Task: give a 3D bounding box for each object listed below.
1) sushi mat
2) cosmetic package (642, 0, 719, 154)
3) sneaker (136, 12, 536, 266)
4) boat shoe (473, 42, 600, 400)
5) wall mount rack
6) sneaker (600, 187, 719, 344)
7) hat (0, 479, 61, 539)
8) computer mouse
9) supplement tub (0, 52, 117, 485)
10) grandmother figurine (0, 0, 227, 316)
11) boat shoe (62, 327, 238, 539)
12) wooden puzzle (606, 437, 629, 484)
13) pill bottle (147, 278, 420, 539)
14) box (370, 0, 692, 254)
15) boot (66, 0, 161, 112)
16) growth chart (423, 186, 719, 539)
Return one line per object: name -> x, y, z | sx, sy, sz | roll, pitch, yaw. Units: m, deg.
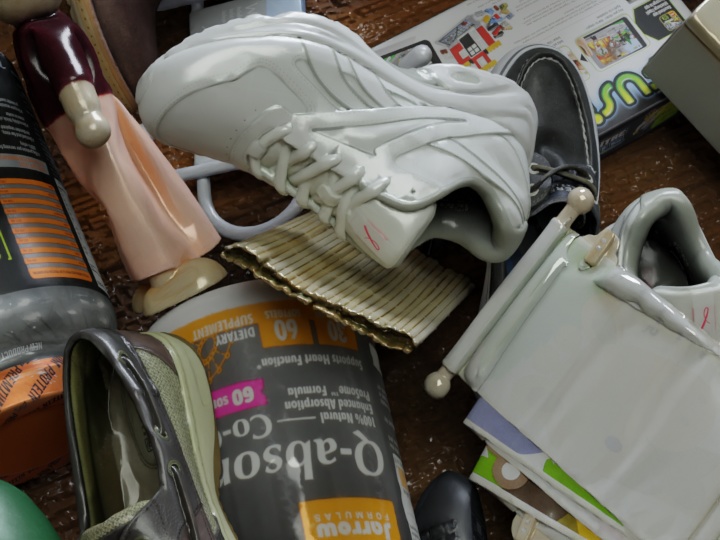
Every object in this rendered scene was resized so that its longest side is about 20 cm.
sushi mat -> 0.000, 0.000, 0.966 | 0.095, 0.200, 0.012 | 29, 101, 6
cosmetic package -> 0.257, -0.074, 1.059 | 0.200, 0.073, 0.103 | 46, 66, 4
sneaker -> -0.004, -0.052, 0.923 | 0.199, 0.078, 0.100 | 8, 54, -20
boat shoe -> 0.092, -0.022, 1.013 | 0.070, 0.066, 0.201 | 12, 77, -15
wall mount rack -> -0.041, -0.122, 1.049 | 0.173, 0.075, 0.201 | -13, 61, 14
sneaker -> 0.158, 0.050, 0.992 | 0.078, 0.099, 0.201 | -12, 65, -12
hat -> -0.155, 0.108, 0.883 | 0.165, 0.200, 0.177 | -5, 53, 26
computer mouse -> 0.046, 0.192, 0.940 | 0.034, 0.059, 0.201 | -8, 67, 10
supplement tub -> -0.193, -0.003, 0.969 | 0.122, 0.123, 0.201 | -18, 66, -14
grandmother figurine -> -0.131, -0.078, 0.954 | 0.060, 0.121, 0.201 | -30, 98, -21
boat shoe -> -0.092, 0.117, 0.858 | 0.065, 0.073, 0.201 | 16, 48, -46
wooden puzzle -> 0.194, 0.180, 0.927 | 0.199, 0.046, 0.186 | 15, 85, 0
pill bottle -> -0.033, 0.114, 0.931 | 0.116, 0.116, 0.201 | -9, 64, -10
box -> 0.089, -0.102, 1.097 | 0.200, 0.035, 0.110 | -28, 70, -18
boot -> -0.072, -0.189, 1.014 | 0.166, 0.072, 0.201 | -11, 84, -1
growth chart -> 0.115, 0.073, 0.929 | 0.145, 0.018, 0.200 | -48, 59, 7
